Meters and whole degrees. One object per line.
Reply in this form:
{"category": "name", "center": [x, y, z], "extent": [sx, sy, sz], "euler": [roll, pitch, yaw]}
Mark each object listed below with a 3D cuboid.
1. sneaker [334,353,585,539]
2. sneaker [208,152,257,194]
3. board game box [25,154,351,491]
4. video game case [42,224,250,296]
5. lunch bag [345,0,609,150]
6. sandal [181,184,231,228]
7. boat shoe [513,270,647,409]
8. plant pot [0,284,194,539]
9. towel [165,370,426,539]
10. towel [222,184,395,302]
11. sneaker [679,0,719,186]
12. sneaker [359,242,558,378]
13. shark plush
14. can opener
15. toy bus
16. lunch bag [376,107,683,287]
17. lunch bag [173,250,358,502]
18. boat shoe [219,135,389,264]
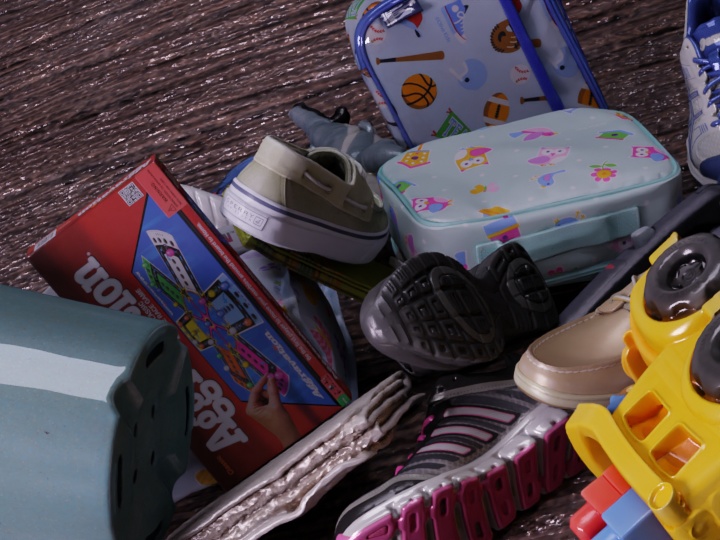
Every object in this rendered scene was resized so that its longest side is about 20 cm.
{"category": "sneaker", "center": [0.056, 0.115, 1.520], "extent": [0.200, 0.074, 0.087], "euler": [-32, 47, -22]}
{"category": "sneaker", "center": [-0.105, -0.029, 1.936], "extent": [0.200, 0.075, 0.078], "euler": [-20, 36, 29]}
{"category": "board game box", "center": [-0.106, 0.035, 1.566], "extent": [0.103, 0.200, 0.019], "euler": [-36, 17, 11]}
{"category": "video game case", "center": [-0.175, 0.026, 1.772], "extent": [0.182, 0.023, 0.200], "euler": [-18, -11, -38]}
{"category": "lunch bag", "center": [0.089, -0.143, 1.816], "extent": [0.160, 0.200, 0.076], "euler": [-27, 19, 0]}
{"category": "sandal", "center": [-0.097, -0.024, 1.873], "extent": [0.203, 0.082, 0.050], "euler": [8, 16, 5]}
{"category": "boat shoe", "center": [0.179, 0.029, 1.527], "extent": [0.200, 0.065, 0.072], "euler": [-17, 36, -28]}
{"category": "plant pot", "center": [-0.214, 0.091, 1.503], "extent": [0.196, 0.200, 0.200], "euler": [7, 37, 15]}
{"category": "towel", "center": [-0.051, 0.137, 1.547], "extent": [0.200, 0.034, 0.133], "euler": [-36, -1, 19]}
{"category": "towel", "center": [0.000, 0.000, 1.675], "extent": [0.018, 0.200, 0.086], "euler": [-58, 24, 15]}
{"category": "sneaker", "center": [0.255, -0.129, 1.776], "extent": [0.075, 0.088, 0.200], "euler": [-18, 30, 10]}
{"category": "sneaker", "center": [0.048, 0.036, 1.543], "extent": [0.091, 0.076, 0.200], "euler": [-30, -13, 26]}
{"category": "shark plush", "center": [-0.021, -0.082, 1.832], "extent": [0.083, 0.091, 0.200], "euler": [-12, 45, -10]}
{"category": "can opener", "center": [0.177, 0.014, 1.616], "extent": [0.200, 0.063, 0.079], "euler": [-36, 2, -13]}
{"category": "toy bus", "center": [0.185, 0.100, 1.412], "extent": [0.192, 0.136, 0.200], "euler": [-41, 32, 4]}
{"category": "lunch bag", "center": [0.115, -0.040, 1.711], "extent": [0.200, 0.077, 0.160], "euler": [-14, 27, -10]}
{"category": "lunch bag", "center": [-0.093, 0.063, 1.692], "extent": [0.170, 0.127, 0.200], "euler": [-25, 19, 5]}
{"category": "boat shoe", "center": [-0.023, -0.047, 1.624], "extent": [0.062, 0.072, 0.200], "euler": [-58, -18, 11]}
